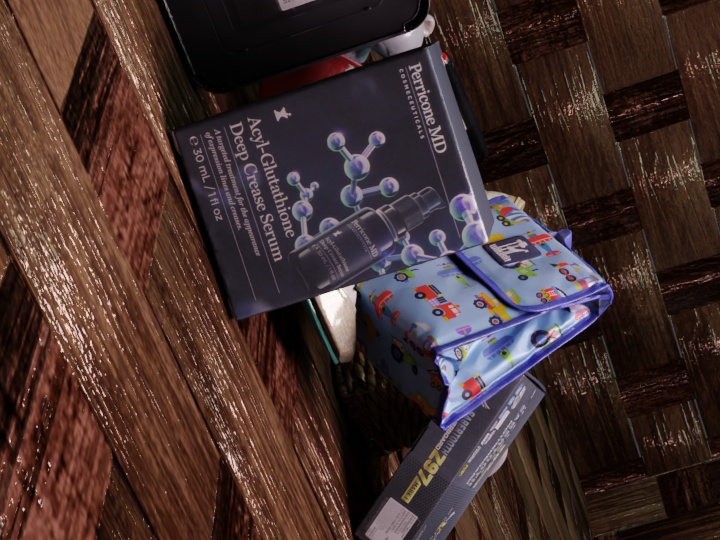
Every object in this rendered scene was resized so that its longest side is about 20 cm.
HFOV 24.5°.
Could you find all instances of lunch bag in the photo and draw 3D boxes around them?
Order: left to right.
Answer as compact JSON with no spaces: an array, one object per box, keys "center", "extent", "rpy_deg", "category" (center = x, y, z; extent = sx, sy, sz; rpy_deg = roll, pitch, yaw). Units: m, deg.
[{"center":[0.101,0.019,1.391],"extent":[0.151,0.200,0.094],"rpy_deg":[42,-31,41],"category":"lunch bag"}]

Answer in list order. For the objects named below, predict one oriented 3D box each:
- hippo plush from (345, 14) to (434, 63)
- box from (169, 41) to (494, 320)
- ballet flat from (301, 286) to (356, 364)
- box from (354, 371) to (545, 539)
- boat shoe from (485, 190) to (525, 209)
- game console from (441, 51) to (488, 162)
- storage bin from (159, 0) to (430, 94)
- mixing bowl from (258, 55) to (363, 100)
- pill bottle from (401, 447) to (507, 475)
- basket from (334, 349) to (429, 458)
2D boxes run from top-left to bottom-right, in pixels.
[{"center":[0.002,-0.245,1.789],"extent":[0.200,0.160,0.160],"rpy_deg":[-91,161,-60],"category":"hippo plush"},{"center":[-0.017,-0.068,1.232],"extent":[0.107,0.199,0.149],"rpy_deg":[-57,129,-79],"category":"box"},{"center":[-0.039,-0.020,1.331],"extent":[0.201,0.062,0.067],"rpy_deg":[61,-2,-10],"category":"ballet flat"},{"center":[0.083,0.167,1.464],"extent":[0.051,0.200,0.158],"rpy_deg":[35,-2,15],"category":"box"},{"center":[0.118,0.017,1.700],"extent":[0.073,0.063,0.202],"rpy_deg":[38,64,-75],"category":"boat shoe"},{"center":[0.031,-0.152,1.742],"extent":[0.200,0.176,0.031],"rpy_deg":[58,19,-58],"category":"game console"},{"center":[-0.055,-0.239,1.312],"extent":[0.094,0.199,0.136],"rpy_deg":[-87,158,-64],"category":"storage bin"},{"center":[-0.017,-0.105,1.450],"extent":[0.109,0.200,0.200],"rpy_deg":[-60,159,-8],"category":"mixing bowl"},{"center":[0.088,0.123,1.784],"extent":[0.113,0.113,0.201],"rpy_deg":[63,14,-48],"category":"pill bottle"},{"center":[0.058,0.068,1.597],"extent":[0.200,0.148,0.143],"rpy_deg":[-99,168,-46],"category":"basket"}]
